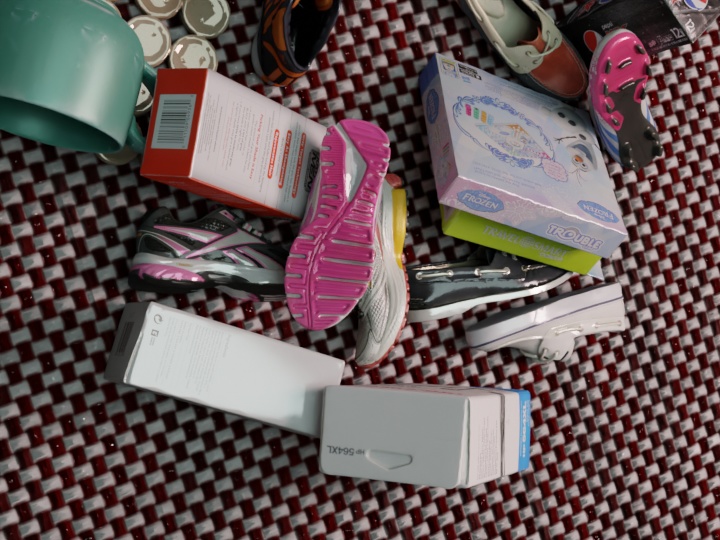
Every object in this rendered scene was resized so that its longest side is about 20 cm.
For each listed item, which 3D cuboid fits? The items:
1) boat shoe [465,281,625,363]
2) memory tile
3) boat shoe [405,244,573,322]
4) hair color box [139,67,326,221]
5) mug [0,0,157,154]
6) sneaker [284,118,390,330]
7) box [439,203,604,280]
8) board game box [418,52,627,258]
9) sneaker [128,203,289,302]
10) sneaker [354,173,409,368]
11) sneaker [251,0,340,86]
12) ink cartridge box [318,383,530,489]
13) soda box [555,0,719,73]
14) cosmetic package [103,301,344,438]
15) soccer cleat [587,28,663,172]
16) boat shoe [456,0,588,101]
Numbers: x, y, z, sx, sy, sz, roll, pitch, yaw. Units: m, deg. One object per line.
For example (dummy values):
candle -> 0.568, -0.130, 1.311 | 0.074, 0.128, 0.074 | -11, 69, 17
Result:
boat shoe -> 0.206, 0.067, 1.324 | 0.200, 0.071, 0.070 | -15, 91, -29
memory tile -> -0.214, -0.197, 1.178 | 0.153, 0.017, 0.200 | 17, 82, -21
boat shoe -> 0.133, 0.003, 1.289 | 0.200, 0.076, 0.060 | -16, 100, -23
hair color box -> -0.113, -0.113, 1.139 | 0.200, 0.061, 0.102 | 19, 78, -58
mug -> -0.260, -0.177, 1.079 | 0.185, 0.152, 0.115 | 31, 70, -64
sneaker -> -0.019, -0.038, 1.162 | 0.081, 0.088, 0.200 | 17, 81, 1
box -> 0.176, -0.069, 1.294 | 0.200, 0.048, 0.122 | 16, 45, -22
board game box -> 0.164, -0.120, 1.261 | 0.200, 0.043, 0.199 | 17, 40, -21
sneaker -> -0.122, -0.022, 1.182 | 0.200, 0.080, 0.087 | 7, 75, -28
sneaker -> 0.000, 0.000, 1.239 | 0.082, 0.078, 0.200 | 2, 78, -19
sneaker -> -0.055, -0.284, 1.196 | 0.077, 0.112, 0.200 | 2, 88, -23
ink cartridge box -> 0.067, 0.153, 1.167 | 0.200, 0.146, 0.085 | 12, 81, -67
soda box -> 0.289, -0.266, 1.295 | 0.063, 0.200, 0.071 | -43, 104, -19
cosmetic package -> -0.129, 0.094, 1.156 | 0.200, 0.113, 0.081 | 20, 80, -19
soccer cleat -> 0.269, -0.188, 1.309 | 0.070, 0.086, 0.200 | -32, 139, -4
boat shoe -> 0.175, -0.255, 1.313 | 0.200, 0.063, 0.071 | 43, 92, -15
